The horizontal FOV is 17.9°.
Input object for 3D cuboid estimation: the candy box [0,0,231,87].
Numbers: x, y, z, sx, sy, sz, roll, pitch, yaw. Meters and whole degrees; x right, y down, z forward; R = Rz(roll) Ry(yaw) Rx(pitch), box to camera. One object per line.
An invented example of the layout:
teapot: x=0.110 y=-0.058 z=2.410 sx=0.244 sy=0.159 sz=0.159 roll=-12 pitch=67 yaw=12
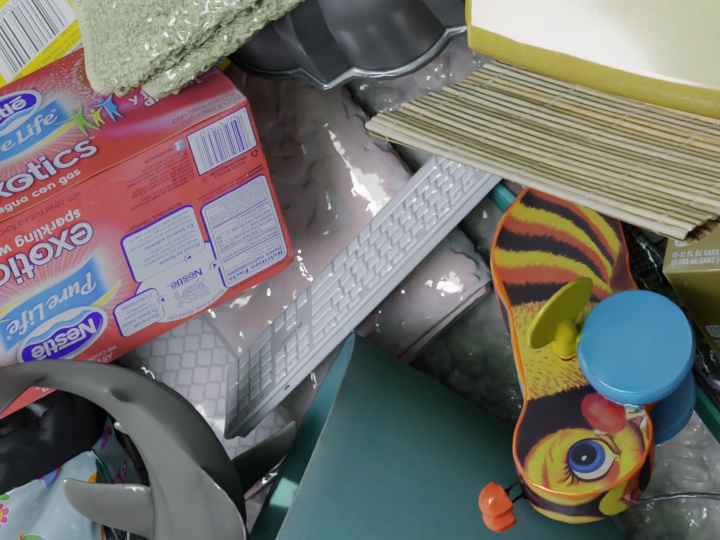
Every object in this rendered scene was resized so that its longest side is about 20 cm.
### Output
candy box: x=-0.104 y=-0.129 z=1.102 sx=0.200 sy=0.026 sz=0.102 roll=-40 pitch=72 yaw=14

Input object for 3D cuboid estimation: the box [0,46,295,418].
box: x=-0.143 y=-0.017 z=1.023 sx=0.095 sy=0.200 sz=0.103 roll=47 pitch=160 yaw=47

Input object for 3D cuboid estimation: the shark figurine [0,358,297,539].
shark figurine: x=-0.086 y=0.093 z=1.007 sx=0.128 sy=0.215 sz=0.090 roll=-38 pitch=41 yaw=-6

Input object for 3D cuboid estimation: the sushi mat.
sushi mat: x=0.098 y=-0.057 z=0.967 sx=0.200 sy=0.096 sz=0.012 roll=23 pitch=135 yaw=47

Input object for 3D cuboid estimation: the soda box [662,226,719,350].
soda box: x=0.229 y=-0.012 z=0.923 sx=0.200 sy=0.068 sz=0.064 roll=-3 pitch=57 yaw=30

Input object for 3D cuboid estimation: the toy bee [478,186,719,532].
toy bee: x=0.088 y=0.053 z=0.929 sx=0.108 sy=0.200 sz=0.131 roll=-23 pitch=133 yaw=-3

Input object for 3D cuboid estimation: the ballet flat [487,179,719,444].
ballet flat: x=0.139 y=0.006 z=1.028 sx=0.200 sy=0.072 sz=0.072 roll=48 pitch=113 yaw=11

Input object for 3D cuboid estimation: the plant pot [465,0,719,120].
plant pot: x=0.133 y=-0.155 z=0.898 sx=0.176 sy=0.200 sz=0.201 roll=1 pitch=99 yaw=6

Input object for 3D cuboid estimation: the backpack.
backpack: x=-0.170 y=0.154 z=1.125 sx=0.167 sy=0.127 sz=0.200 roll=-18 pitch=111 yaw=4

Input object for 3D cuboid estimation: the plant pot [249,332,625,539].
plant pot: x=0.027 y=0.153 z=1.027 sx=0.161 sy=0.201 sz=0.201 roll=25 pitch=109 yaw=-3

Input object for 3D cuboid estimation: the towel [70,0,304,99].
towel: x=-0.054 y=-0.174 z=0.960 sx=0.200 sy=0.036 sz=0.149 roll=-30 pitch=70 yaw=25

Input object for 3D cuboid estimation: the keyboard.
keyboard: x=0.000 y=0.000 z=1.059 sx=0.011 sy=0.056 sz=0.200 roll=31 pitch=117 yaw=-27

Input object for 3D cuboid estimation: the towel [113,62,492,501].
towel: x=-0.060 y=-0.013 z=1.127 sx=0.191 sy=0.032 sz=0.200 roll=-43 pitch=80 yaw=24

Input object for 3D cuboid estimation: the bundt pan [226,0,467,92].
bundt pan: x=-0.017 y=-0.187 z=1.021 sx=0.201 sy=0.076 sz=0.202 roll=-4 pitch=77 yaw=17
